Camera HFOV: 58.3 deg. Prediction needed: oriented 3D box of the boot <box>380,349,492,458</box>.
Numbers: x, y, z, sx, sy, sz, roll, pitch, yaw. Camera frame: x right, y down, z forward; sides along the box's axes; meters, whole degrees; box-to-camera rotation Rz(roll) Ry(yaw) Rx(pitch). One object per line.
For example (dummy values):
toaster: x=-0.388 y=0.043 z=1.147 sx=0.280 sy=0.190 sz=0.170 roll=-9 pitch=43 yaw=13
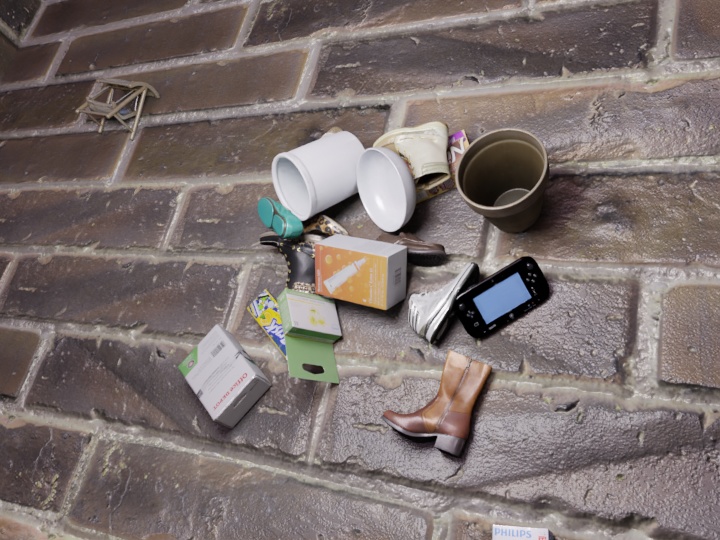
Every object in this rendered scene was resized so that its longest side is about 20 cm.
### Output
boot: x=0.154 y=0.255 z=1.327 sx=0.185 sy=0.069 sz=0.203 roll=12 pitch=69 yaw=31

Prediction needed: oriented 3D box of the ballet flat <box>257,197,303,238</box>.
ballet flat: x=-0.192 y=-0.125 z=1.582 sx=0.200 sy=0.069 sz=0.069 roll=42 pitch=121 yaw=54

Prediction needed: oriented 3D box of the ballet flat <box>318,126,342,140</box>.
ballet flat: x=-0.090 y=-0.323 z=1.760 sx=0.069 sy=0.065 sz=0.204 roll=-4 pitch=62 yaw=25

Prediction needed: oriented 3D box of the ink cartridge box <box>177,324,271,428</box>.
ink cartridge box: x=-0.329 y=0.254 z=1.557 sx=0.146 sy=0.084 sz=0.200 roll=-46 pitch=54 yaw=-2

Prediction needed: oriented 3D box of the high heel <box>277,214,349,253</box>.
high heel: x=-0.124 y=-0.077 z=1.655 sx=0.198 sy=0.071 sz=0.144 roll=30 pitch=91 yaw=32

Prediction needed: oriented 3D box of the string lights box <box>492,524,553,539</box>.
string lights box: x=0.279 y=0.552 z=1.109 sx=0.101 sy=0.059 sz=0.204 roll=-6 pitch=61 yaw=25

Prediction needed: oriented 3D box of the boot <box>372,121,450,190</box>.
boot: x=0.121 y=-0.265 z=1.555 sx=0.196 sy=0.072 sz=0.158 roll=-11 pitch=62 yaw=21

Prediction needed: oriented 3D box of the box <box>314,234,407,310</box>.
box: x=0.000 y=0.000 z=1.489 sx=0.197 sy=0.097 sz=0.127 roll=11 pitch=111 yaw=31

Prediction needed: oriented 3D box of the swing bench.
swing bench: x=-0.840 y=-0.581 z=2.235 sx=0.196 sy=0.130 sz=0.203 roll=15 pitch=71 yaw=32

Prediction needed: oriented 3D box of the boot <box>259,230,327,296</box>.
boot: x=-0.172 y=-0.018 z=1.607 sx=0.196 sy=0.073 sz=0.154 roll=6 pitch=87 yaw=20

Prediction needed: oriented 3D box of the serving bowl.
serving bowl: x=0.071 y=-0.198 z=1.530 sx=0.065 sy=0.203 sz=0.200 roll=-22 pitch=47 yaw=-28

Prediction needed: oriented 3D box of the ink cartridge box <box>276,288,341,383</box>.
ink cartridge box: x=-0.109 y=0.148 z=1.468 sx=0.048 sy=0.144 sz=0.203 roll=-43 pitch=48 yaw=34

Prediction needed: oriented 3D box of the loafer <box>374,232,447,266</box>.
loafer: x=0.112 y=-0.060 z=1.512 sx=0.196 sy=0.073 sz=0.072 roll=7 pitch=68 yaw=29

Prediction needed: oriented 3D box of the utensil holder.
utensil holder: x=-0.095 y=-0.240 z=1.615 sx=0.198 sy=0.173 sz=0.169 roll=-28 pitch=48 yaw=-30

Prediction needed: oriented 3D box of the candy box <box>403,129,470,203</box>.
candy box: x=0.186 y=-0.250 z=1.590 sx=0.197 sy=0.056 sz=0.119 roll=-22 pitch=56 yaw=16

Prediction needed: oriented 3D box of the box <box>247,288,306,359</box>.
box: x=-0.191 y=0.139 z=1.563 sx=0.070 sy=0.064 sz=0.200 roll=-44 pitch=53 yaw=-2

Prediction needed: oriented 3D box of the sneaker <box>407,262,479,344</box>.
sneaker: x=0.171 y=0.050 z=1.422 sx=0.114 sy=0.076 sz=0.202 roll=31 pitch=83 yaw=33

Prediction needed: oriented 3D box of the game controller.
game controller: x=0.295 y=0.057 z=1.353 sx=0.198 sy=0.042 sz=0.106 roll=-31 pitch=90 yaw=7

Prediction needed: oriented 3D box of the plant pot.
plant pot: x=0.322 y=-0.177 z=1.409 sx=0.196 sy=0.174 sz=0.204 roll=-11 pitch=60 yaw=20
